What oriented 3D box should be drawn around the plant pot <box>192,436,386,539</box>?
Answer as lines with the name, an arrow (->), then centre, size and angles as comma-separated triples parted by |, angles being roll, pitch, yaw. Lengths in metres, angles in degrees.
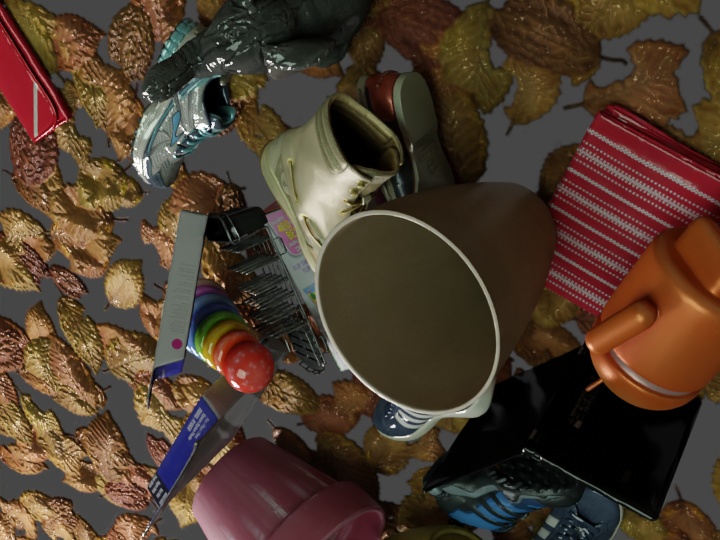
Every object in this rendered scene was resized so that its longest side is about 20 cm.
plant pot -> -0.098, 0.305, 1.343 | 0.179, 0.199, 0.201 | 38, 131, 25

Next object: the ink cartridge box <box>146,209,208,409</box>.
ink cartridge box -> -0.194, 0.045, 1.188 | 0.037, 0.202, 0.095 | 12, 165, -8

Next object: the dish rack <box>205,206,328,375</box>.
dish rack -> -0.101, 0.023, 1.203 | 0.201, 0.054, 0.153 | 67, 167, -9

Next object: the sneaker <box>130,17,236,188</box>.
sneaker -> -0.181, -0.159, 1.186 | 0.086, 0.078, 0.201 | 29, 128, 8

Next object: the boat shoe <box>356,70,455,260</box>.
boat shoe -> 0.045, -0.097, 1.091 | 0.062, 0.071, 0.202 | 5, 120, 38

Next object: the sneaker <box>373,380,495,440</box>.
sneaker -> 0.054, 0.122, 1.168 | 0.084, 0.076, 0.200 | 25, 150, -22

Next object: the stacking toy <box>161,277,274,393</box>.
stacking toy -> -0.152, 0.080, 1.239 | 0.200, 0.085, 0.086 | 38, 142, 56

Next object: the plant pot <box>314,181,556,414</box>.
plant pot -> 0.092, -0.001, 1.010 | 0.186, 0.200, 0.189 | 19, 123, 31

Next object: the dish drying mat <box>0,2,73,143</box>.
dish drying mat -> -0.414, -0.250, 1.307 | 0.076, 0.018, 0.201 | -22, 104, 39

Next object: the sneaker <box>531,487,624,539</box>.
sneaker -> 0.217, 0.307, 1.213 | 0.075, 0.085, 0.201 | 32, 128, 11

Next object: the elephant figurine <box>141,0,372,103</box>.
elephant figurine -> -0.079, -0.221, 1.006 | 0.141, 0.200, 0.156 | 29, 128, 13

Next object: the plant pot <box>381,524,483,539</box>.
plant pot -> 0.083, 0.368, 1.255 | 0.200, 0.200, 0.142 | 38, 128, 6

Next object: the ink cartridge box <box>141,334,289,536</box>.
ink cartridge box -> -0.180, 0.187, 1.305 | 0.040, 0.200, 0.200 | 37, 129, 5

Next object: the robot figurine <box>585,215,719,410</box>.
robot figurine -> 0.275, 0.043, 0.985 | 0.116, 0.144, 0.201 | 33, 129, 8

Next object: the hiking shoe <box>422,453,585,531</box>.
hiking shoe -> 0.165, 0.242, 1.224 | 0.199, 0.074, 0.087 | -7, 121, 44

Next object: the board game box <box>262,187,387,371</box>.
board game box -> 0.000, 0.000, 1.192 | 0.152, 0.040, 0.201 | -16, 107, 36

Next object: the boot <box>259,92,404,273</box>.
boot -> -0.003, -0.061, 1.061 | 0.201, 0.073, 0.155 | 59, 148, -3

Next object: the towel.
towel -> 0.244, -0.041, 1.036 | 0.144, 0.023, 0.201 | 31, 130, 9

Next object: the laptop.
laptop -> 0.196, 0.167, 1.078 | 0.199, 0.187, 0.117 | 27, 128, 14
